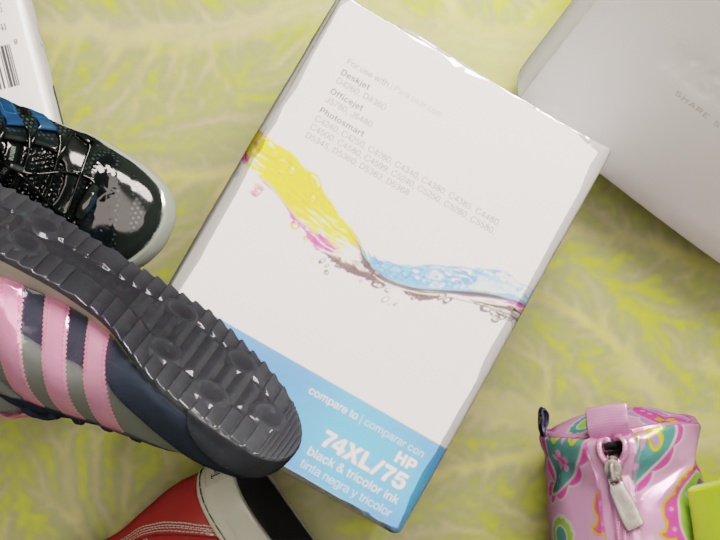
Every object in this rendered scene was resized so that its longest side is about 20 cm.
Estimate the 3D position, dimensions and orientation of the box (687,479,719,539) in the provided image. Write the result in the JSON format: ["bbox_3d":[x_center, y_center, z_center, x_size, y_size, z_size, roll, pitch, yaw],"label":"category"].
[{"bbox_3d":[0.226,0.195,1.072,0.121,0.048,0.201,0,78,-31],"label":"box"}]

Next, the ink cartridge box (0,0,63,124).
[{"bbox_3d":[-0.211,-0.042,1.099,0.145,0.084,0.201,-14,86,-5],"label":"ink cartridge box"}]

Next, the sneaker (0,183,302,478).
[{"bbox_3d":[-0.118,0.040,0.979,0.200,0.070,0.082,35,119,12],"label":"sneaker"}]

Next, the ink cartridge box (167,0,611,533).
[{"bbox_3d":[0.000,0.000,1.079,0.146,0.147,0.201,30,85,-1],"label":"ink cartridge box"}]

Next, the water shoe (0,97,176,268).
[{"bbox_3d":[-0.180,-0.048,1.020,0.199,0.079,0.072,20,84,-3],"label":"water shoe"}]

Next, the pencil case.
[{"bbox_3d":[0.133,0.164,1.105,0.087,0.087,0.201,-4,87,-4],"label":"pencil case"}]

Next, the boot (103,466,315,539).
[{"bbox_3d":[-0.063,0.202,1.105,0.144,0.072,0.200,-32,99,16],"label":"boot"}]

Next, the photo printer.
[{"bbox_3d":[0.189,-0.107,1.079,0.166,0.200,0.070,38,43,-1],"label":"photo printer"}]
